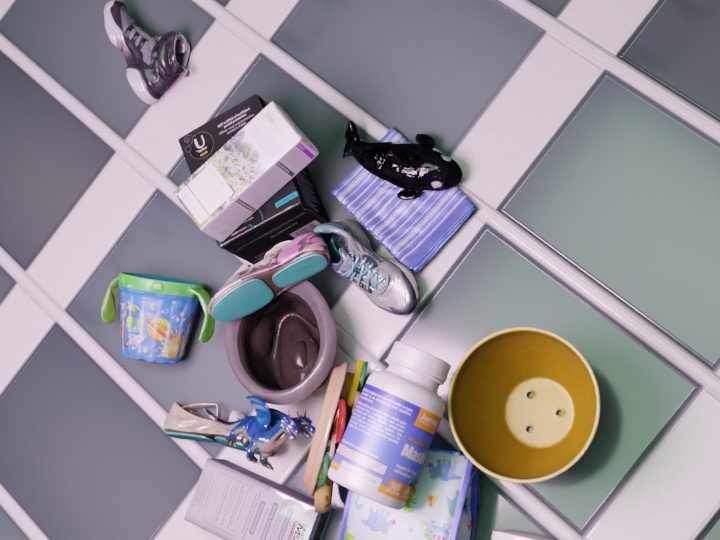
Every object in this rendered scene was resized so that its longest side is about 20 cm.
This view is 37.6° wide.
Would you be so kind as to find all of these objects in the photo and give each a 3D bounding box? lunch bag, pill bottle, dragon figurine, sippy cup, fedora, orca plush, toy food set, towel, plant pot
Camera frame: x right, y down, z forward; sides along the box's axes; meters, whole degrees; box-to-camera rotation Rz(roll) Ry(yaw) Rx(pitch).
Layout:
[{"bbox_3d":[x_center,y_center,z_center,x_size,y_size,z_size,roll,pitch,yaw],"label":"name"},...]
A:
[{"bbox_3d":[0.070,0.339,1.463,0.169,0.127,0.201,7,90,21],"label":"lunch bag"},{"bbox_3d":[0.045,0.201,1.394,0.112,0.112,0.201,21,83,22],"label":"pill bottle"},{"bbox_3d":[-0.143,0.218,1.526,0.200,0.059,0.100,27,86,49],"label":"dragon figurine"},{"bbox_3d":[-0.320,0.076,1.665,0.178,0.139,0.131,10,93,60],"label":"sippy cup"},{"bbox_3d":[-0.107,0.111,1.594,0.176,0.090,0.201,-34,62,9],"label":"fedora"},{"bbox_3d":[0.055,-0.178,1.594,0.200,0.071,0.105,35,88,24],"label":"orca plush"},{"bbox_3d":[-0.038,0.226,1.493,0.048,0.199,0.201,15,48,2],"label":"toy food set"},{"bbox_3d":[0.064,-0.107,1.618,0.145,0.024,0.200,-46,68,4],"label":"towel"},{"bbox_3d":[0.232,0.186,1.428,0.199,0.142,0.201,-5,77,19],"label":"plant pot"}]

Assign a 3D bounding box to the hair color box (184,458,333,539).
[{"bbox_3d":[-0.152,0.362,1.572,0.199,0.061,0.100,19,86,23],"label":"hair color box"}]

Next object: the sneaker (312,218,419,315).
[{"bbox_3d":[0.000,0.000,1.576,0.200,0.086,0.078,41,111,26],"label":"sneaker"}]

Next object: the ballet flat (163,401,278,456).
[{"bbox_3d":[-0.213,0.237,1.621,0.199,0.067,0.063,8,71,21],"label":"ballet flat"}]

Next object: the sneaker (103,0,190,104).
[{"bbox_3d":[-0.357,-0.391,1.807,0.113,0.075,0.201,-27,76,12],"label":"sneaker"}]

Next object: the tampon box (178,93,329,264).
[{"bbox_3d":[-0.165,-0.139,1.651,0.149,0.126,0.201,-27,70,11],"label":"tampon box"}]

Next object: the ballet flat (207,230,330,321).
[{"bbox_3d":[-0.138,0.005,1.562,0.199,0.069,0.071,-30,45,6],"label":"ballet flat"}]

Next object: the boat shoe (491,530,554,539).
[{"bbox_3d":[0.267,0.400,1.414,0.199,0.072,0.069,14,83,13],"label":"boat shoe"}]

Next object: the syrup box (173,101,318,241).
[{"bbox_3d":[-0.165,-0.142,1.539,0.200,0.081,0.079,-41,70,5],"label":"syrup box"}]
